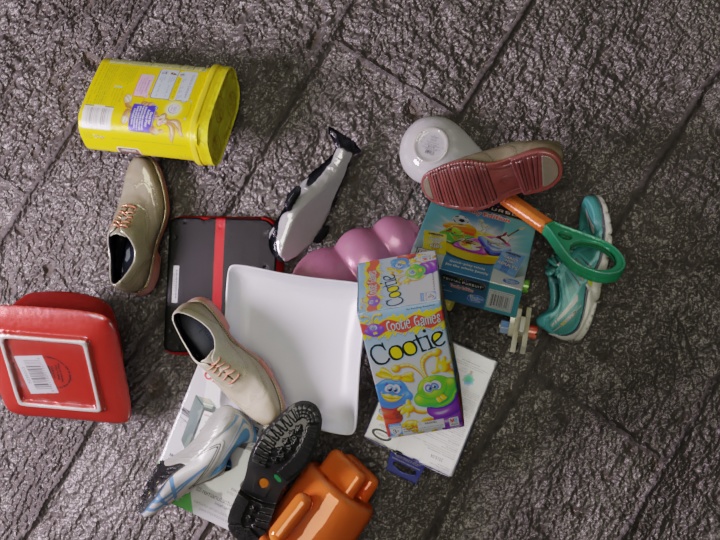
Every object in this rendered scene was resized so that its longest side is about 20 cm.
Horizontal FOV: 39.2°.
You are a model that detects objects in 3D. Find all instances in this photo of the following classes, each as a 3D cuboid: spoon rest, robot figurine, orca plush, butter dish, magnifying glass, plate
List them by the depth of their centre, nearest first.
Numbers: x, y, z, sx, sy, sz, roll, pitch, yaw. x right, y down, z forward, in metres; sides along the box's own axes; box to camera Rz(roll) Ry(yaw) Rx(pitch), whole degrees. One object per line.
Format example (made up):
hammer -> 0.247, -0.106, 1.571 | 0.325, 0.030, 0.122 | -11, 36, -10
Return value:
magnifying glass -> 0.263, -0.047, 1.335 | 0.199, 0.079, 0.023 | 38, 134, 34
plate -> -0.087, 0.102, 1.336 | 0.196, 0.032, 0.204 | 8, 99, 15
robot figurine -> -0.059, 0.341, 1.355 | 0.116, 0.144, 0.201 | 36, 90, -4
spoon rest -> 0.147, -0.154, 1.427 | 0.197, 0.061, 0.101 | 22, 87, 22
butter dish -> -0.412, 0.100, 1.433 | 0.195, 0.149, 0.203 | 3, 127, 7
orca plush -> -0.083, -0.111, 1.439 | 0.070, 0.105, 0.203 | 22, 90, 38

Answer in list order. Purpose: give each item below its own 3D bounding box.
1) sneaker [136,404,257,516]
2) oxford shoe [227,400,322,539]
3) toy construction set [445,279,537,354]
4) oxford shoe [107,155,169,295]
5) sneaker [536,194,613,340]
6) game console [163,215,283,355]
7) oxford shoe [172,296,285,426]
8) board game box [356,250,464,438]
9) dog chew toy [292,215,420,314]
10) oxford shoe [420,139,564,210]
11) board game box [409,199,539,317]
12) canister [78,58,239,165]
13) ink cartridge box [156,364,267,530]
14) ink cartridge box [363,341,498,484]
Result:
sneaker -> -0.219, 0.264, 1.343 | 0.200, 0.072, 0.072 | -43, 112, 10
oxford shoe -> -0.112, 0.251, 1.325 | 0.072, 0.084, 0.202 | 32, 101, -2
toy construction set -> 0.155, 0.030, 1.372 | 0.197, 0.132, 0.093 | 21, 129, -1
oxford shoe -> -0.323, -0.069, 1.451 | 0.069, 0.074, 0.204 | -3, 83, 22
sneaker -> 0.292, -0.007, 1.373 | 0.078, 0.078, 0.204 | 14, 87, -3
game console -> -0.198, 0.022, 1.466 | 0.173, 0.031, 0.204 | 1, 85, 13
oxford shoe -> -0.177, 0.126, 1.310 | 0.071, 0.074, 0.200 | -44, 84, 17
board game box -> 0.064, 0.093, 1.259 | 0.101, 0.106, 0.203 | -9, 125, 7
dog chew toy -> 0.000, 0.000, 1.394 | 0.199, 0.125, 0.125 | -37, 82, -1
oxford shoe -> 0.179, -0.131, 1.353 | 0.196, 0.075, 0.071 | -5, 117, 24
board game box -> 0.152, -0.032, 1.345 | 0.148, 0.201, 0.048 | 14, 127, 8
canister -> -0.288, -0.231, 1.449 | 0.196, 0.087, 0.151 | 7, 58, 10
ink cartridge box -> -0.190, 0.239, 1.415 | 0.144, 0.084, 0.203 | 21, 88, 8
ink cartridge box -> 0.091, 0.191, 1.388 | 0.134, 0.076, 0.203 | 22, 87, 10
